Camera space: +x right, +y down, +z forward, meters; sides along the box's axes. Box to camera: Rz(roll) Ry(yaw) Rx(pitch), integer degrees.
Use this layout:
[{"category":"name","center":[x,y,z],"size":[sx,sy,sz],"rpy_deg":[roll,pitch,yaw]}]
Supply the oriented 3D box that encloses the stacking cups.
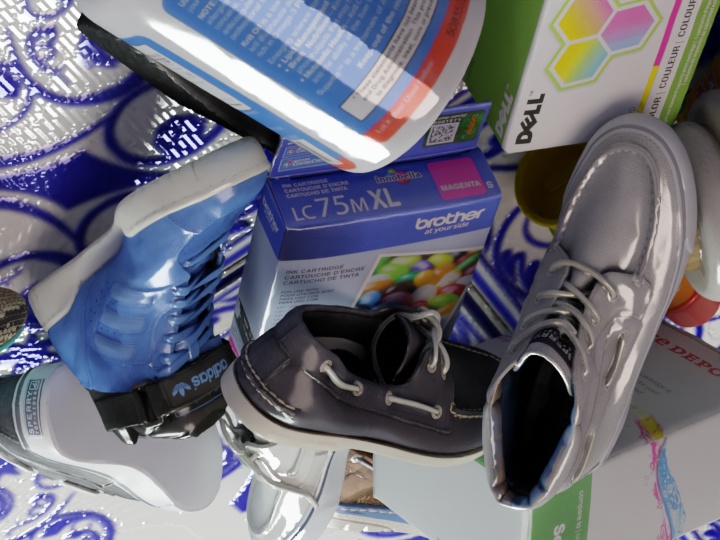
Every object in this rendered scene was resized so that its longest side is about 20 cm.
[{"category":"stacking cups","center":[0.161,-0.021,1.168],"size":[0.060,0.061,0.200],"rpy_deg":[-38,146,15]}]

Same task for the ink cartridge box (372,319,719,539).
[{"category":"ink cartridge box","center":[0.126,0.101,1.162],"size":[0.199,0.145,0.088],"rpy_deg":[-19,123,-32]}]

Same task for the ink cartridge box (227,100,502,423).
[{"category":"ink cartridge box","center":[0.000,0.000,1.011],"size":[0.118,0.042,0.201],"rpy_deg":[-9,142,-21]}]

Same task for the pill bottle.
[{"category":"pill bottle","center":[-0.053,-0.134,0.835],"size":[0.199,0.113,0.112],"rpy_deg":[30,117,-26]}]

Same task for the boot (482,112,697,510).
[{"category":"boot","center":[0.113,0.025,0.986],"size":[0.095,0.073,0.202],"rpy_deg":[-31,135,-62]}]

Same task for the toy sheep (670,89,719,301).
[{"category":"toy sheep","center":[0.226,-0.046,1.049],"size":[0.198,0.139,0.138],"rpy_deg":[-19,142,-3]}]

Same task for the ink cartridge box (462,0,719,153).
[{"category":"ink cartridge box","center":[0.072,-0.133,0.963],"size":[0.198,0.076,0.149],"rpy_deg":[-10,139,-22]}]

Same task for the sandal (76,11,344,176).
[{"category":"sandal","center":[-0.062,-0.095,0.948],"size":[0.200,0.075,0.048],"rpy_deg":[27,89,-52]}]

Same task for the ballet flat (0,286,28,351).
[{"category":"ballet flat","center":[-0.268,0.036,0.976],"size":[0.198,0.068,0.076],"rpy_deg":[-21,126,-4]}]

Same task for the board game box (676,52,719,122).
[{"category":"board game box","center":[0.254,-0.135,1.066],"size":[0.095,0.030,0.200],"rpy_deg":[-8,152,-23]}]

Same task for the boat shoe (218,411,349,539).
[{"category":"boat shoe","center":[-0.048,0.091,1.150],"size":[0.085,0.075,0.203],"rpy_deg":[1,131,-30]}]

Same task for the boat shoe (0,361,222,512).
[{"category":"boat shoe","center":[-0.148,0.095,1.109],"size":[0.067,0.072,0.200],"rpy_deg":[-4,166,26]}]

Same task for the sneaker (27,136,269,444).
[{"category":"sneaker","center":[-0.085,0.019,0.967],"size":[0.076,0.112,0.200],"rpy_deg":[-27,174,-44]}]

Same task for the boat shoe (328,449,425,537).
[{"category":"boat shoe","center":[0.053,0.127,1.253],"size":[0.198,0.073,0.073],"rpy_deg":[2,133,-31]}]

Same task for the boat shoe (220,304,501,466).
[{"category":"boat shoe","center":[0.022,0.052,0.993],"size":[0.199,0.073,0.063],"rpy_deg":[5,131,-44]}]
